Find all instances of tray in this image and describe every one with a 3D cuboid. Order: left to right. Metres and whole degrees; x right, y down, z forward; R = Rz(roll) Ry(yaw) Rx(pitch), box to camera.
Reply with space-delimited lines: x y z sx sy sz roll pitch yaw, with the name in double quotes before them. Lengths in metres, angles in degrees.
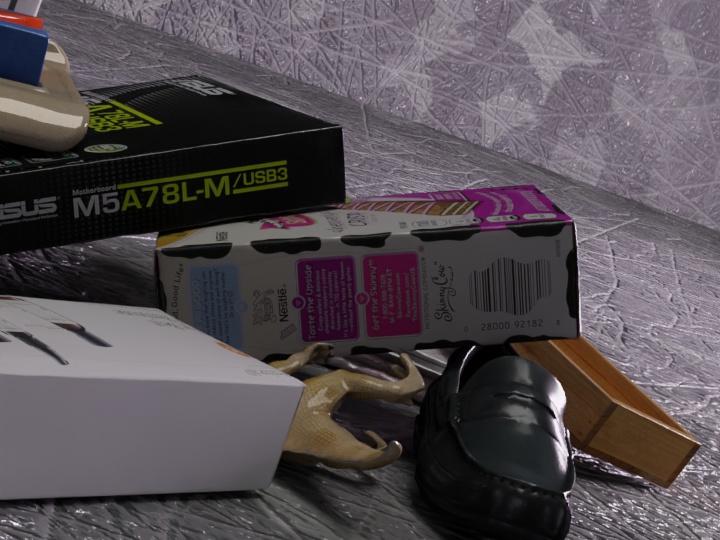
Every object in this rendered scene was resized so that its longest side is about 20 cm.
"tray" 0.096 0.042 1.237 0.098 0.037 0.200 26 13 -49

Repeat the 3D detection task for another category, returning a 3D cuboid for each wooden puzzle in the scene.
"wooden puzzle" -0.228 -0.121 1.093 0.184 0.047 0.200 14 13 -14

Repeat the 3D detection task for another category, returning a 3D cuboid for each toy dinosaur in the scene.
"toy dinosaur" -0.024 0.066 0.928 0.101 0.059 0.199 -6 16 -41

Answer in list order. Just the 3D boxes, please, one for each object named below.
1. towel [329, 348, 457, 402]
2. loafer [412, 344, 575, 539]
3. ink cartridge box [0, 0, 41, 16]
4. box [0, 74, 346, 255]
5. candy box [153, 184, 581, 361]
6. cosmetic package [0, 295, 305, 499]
"towel" -0.008 0.026 1.265 0.199 0.032 0.191 23 8 2
"loafer" 0.061 0.073 0.983 0.068 0.071 0.201 20 8 -8
"ink cartridge box" -0.294 -0.207 1.430 0.146 0.201 0.145 17 11 -29
"box" -0.133 -0.058 1.117 0.192 0.048 0.200 -12 17 -22
"candy box" 0.000 0.000 1.071 0.198 0.062 0.136 -5 10 -3
"cosmetic package" -0.108 0.044 0.795 0.082 0.051 0.200 27 9 28
